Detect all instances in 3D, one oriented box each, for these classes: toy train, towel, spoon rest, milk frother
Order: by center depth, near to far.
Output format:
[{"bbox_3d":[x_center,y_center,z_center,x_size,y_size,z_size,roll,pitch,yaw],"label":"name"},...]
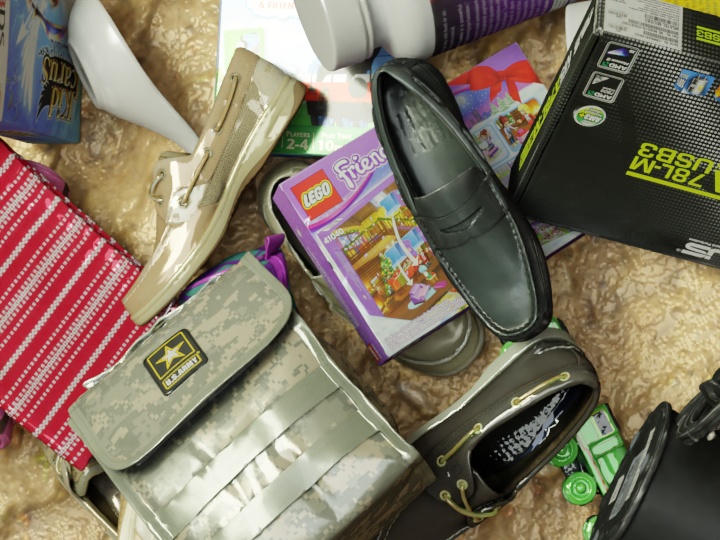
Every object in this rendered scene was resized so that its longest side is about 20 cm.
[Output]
[{"bbox_3d":[0.267,0.146,1.316,0.187,0.200,0.182,25,84,0],"label":"milk frother"},{"bbox_3d":[0.156,0.125,1.433,0.056,0.042,0.201,-26,83,-1],"label":"toy train"},{"bbox_3d":[-0.223,0.020,1.440,0.200,0.022,0.145,42,68,-10],"label":"towel"},{"bbox_3d":[-0.151,-0.107,1.485,0.060,0.099,0.201,-24,98,-11],"label":"spoon rest"}]

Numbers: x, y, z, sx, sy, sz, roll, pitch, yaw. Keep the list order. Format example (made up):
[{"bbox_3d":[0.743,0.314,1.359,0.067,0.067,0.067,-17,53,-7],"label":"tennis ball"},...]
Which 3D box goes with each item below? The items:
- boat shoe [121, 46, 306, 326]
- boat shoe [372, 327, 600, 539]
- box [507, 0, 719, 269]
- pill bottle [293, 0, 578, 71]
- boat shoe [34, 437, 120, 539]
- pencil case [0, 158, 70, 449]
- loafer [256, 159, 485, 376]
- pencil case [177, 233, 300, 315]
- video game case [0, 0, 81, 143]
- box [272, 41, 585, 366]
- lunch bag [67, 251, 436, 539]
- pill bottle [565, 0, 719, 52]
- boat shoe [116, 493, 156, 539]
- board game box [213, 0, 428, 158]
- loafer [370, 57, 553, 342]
[{"bbox_3d":[-0.114,-0.057,1.437,0.064,0.071,0.201,32,86,-8],"label":"boat shoe"},{"bbox_3d":[0.077,0.126,1.383,0.072,0.061,0.201,36,100,-31],"label":"boat shoe"},{"bbox_3d":[0.212,-0.081,1.331,0.198,0.194,0.048,14,52,-7],"label":"box"},{"bbox_3d":[0.057,-0.205,1.394,0.199,0.111,0.112,-22,84,-11],"label":"pill bottle"},{"bbox_3d":[-0.184,0.133,1.489,0.072,0.065,0.200,-41,81,8],"label":"boat shoe"},{"bbox_3d":[-0.270,0.021,1.482,0.093,0.091,0.202,4,70,31],"label":"pencil case"},{"bbox_3d":[0.000,0.000,1.452,0.200,0.068,0.076,40,96,10],"label":"loafer"},{"bbox_3d":[-0.051,0.083,1.444,0.092,0.085,0.201,-26,90,32],"label":"pencil case"},{"bbox_3d":[-0.237,-0.185,1.440,0.045,0.200,0.183,3,89,10],"label":"video game case"},{"bbox_3d":[0.060,-0.046,1.416,0.199,0.039,0.137,-31,84,-15],"label":"box"},{"bbox_3d":[-0.075,0.105,1.341,0.164,0.118,0.200,-41,73,-3],"label":"lunch bag"},{"bbox_3d":[0.239,-0.142,1.384,0.198,0.114,0.115,-6,87,11],"label":"pill bottle"},{"bbox_3d":[-0.124,0.175,1.414,0.069,0.074,0.202,-1,83,8],"label":"boat shoe"},{"bbox_3d":[-0.025,-0.180,1.479,0.150,0.037,0.202,3,88,12],"label":"board game box"},{"bbox_3d":[0.060,-0.044,1.350,0.068,0.070,0.202,-29,83,19],"label":"loafer"}]
